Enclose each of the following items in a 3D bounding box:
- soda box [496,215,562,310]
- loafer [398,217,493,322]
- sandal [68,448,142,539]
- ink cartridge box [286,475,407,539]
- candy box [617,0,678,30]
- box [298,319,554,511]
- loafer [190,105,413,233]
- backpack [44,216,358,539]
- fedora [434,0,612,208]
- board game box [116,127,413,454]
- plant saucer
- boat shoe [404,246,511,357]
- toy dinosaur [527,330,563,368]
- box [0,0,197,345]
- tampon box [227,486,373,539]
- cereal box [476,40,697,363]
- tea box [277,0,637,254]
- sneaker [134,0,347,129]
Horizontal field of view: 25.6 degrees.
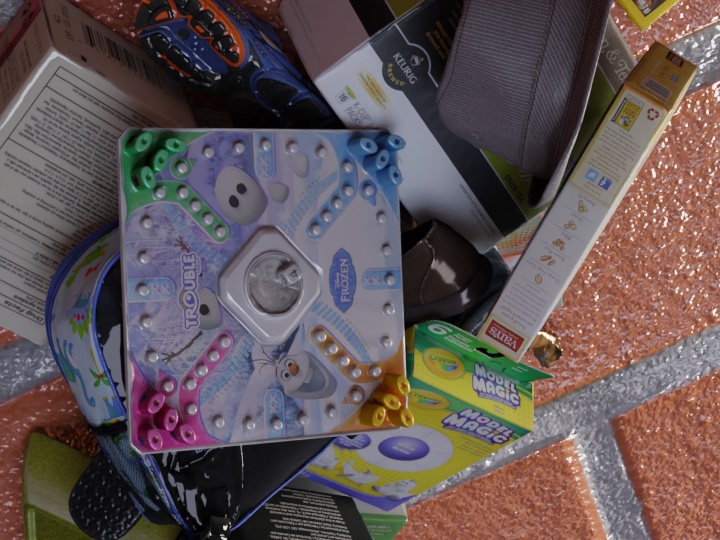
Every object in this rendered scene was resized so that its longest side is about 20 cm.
[{"bbox_3d":[0.059,0.010,1.268,0.198,0.069,0.064,-12,125,-8],"label":"soda box"},{"bbox_3d":[0.000,0.000,1.139,0.198,0.073,0.071,-15,120,33],"label":"loafer"},{"bbox_3d":[-0.149,0.118,1.207,0.075,0.045,0.200,41,99,4],"label":"sandal"},{"bbox_3d":[-0.072,0.224,1.317,0.145,0.085,0.201,7,136,-28],"label":"ink cartridge box"},{"bbox_3d":[0.193,-0.278,1.151,0.102,0.026,0.200,-40,124,7],"label":"candy box"},{"bbox_3d":[0.038,0.107,1.160,0.117,0.049,0.200,25,137,-27],"label":"box"},{"bbox_3d":[-0.052,-0.067,1.190,0.199,0.070,0.070,28,109,-11],"label":"loafer"},{"bbox_3d":[-0.117,0.055,1.078,0.182,0.146,0.202,-36,110,-28],"label":"backpack"},{"bbox_3d":[0.098,-0.132,0.974,0.089,0.200,0.179,14,91,5],"label":"fedora"},{"bbox_3d":[-0.055,0.009,1.015,0.198,0.026,0.203,-2,90,-28],"label":"board game box"},{"bbox_3d":[-0.203,0.254,1.285,0.198,0.048,0.202,20,124,23],"label":"plant saucer"},{"bbox_3d":[0.051,0.070,1.199,0.070,0.091,0.201,16,116,-36],"label":"boat shoe"},{"bbox_3d":[0.109,0.058,1.295,0.105,0.061,0.200,-24,169,20],"label":"toy dinosaur"},{"bbox_3d":[-0.224,-0.072,1.109,0.127,0.109,0.200,30,110,-32],"label":"box"},{"bbox_3d":[-0.055,0.277,1.145,0.125,0.201,0.151,13,120,-32],"label":"tampon box"},{"bbox_3d":[0.152,-0.048,1.059,0.039,0.144,0.201,32,114,6],"label":"cereal box"},{"bbox_3d":[0.081,-0.149,1.135,0.196,0.134,0.200,-33,125,7],"label":"tea box"},{"bbox_3d":[-0.068,-0.135,1.113,0.075,0.079,0.200,-31,112,27],"label":"sneaker"}]
